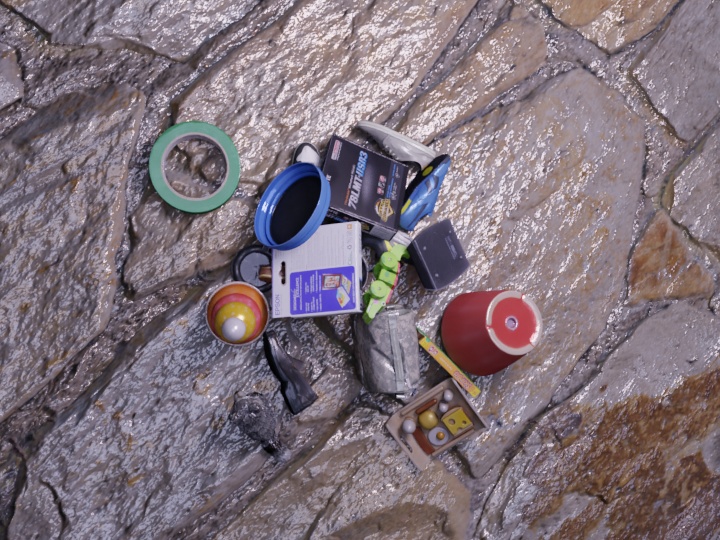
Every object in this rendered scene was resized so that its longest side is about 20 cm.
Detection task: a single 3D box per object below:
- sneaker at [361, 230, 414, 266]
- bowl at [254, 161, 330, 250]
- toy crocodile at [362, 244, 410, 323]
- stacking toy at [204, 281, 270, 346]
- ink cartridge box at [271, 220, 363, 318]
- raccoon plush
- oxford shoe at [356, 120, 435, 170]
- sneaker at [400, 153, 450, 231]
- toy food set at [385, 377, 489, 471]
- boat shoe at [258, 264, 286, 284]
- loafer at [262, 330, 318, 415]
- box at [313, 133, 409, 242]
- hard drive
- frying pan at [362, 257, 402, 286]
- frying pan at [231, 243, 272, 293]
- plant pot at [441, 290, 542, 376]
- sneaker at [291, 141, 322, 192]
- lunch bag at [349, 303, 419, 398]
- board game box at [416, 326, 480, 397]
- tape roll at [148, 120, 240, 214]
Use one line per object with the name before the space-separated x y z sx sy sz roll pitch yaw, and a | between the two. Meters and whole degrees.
sneaker | 0.079 -0.050 1.785 0.199 0.075 0.085 37 102 -7
bowl | -0.143 -0.134 1.640 0.039 0.200 0.202 32 84 -41
toy crocodile | 0.052 0.027 1.662 0.061 0.068 0.201 25 57 -5
stacking toy | -0.270 0.107 1.642 0.145 0.200 0.147 0 97 -4
ink cartridge box | -0.094 0.001 1.658 0.198 0.043 0.200 -5 76 16
raccoon plush | -0.209 0.341 1.688 0.200 0.134 0.097 41 82 -7
oxford shoe | 0.078 -0.289 1.779 0.199 0.075 0.058 25 95 -11
sneaker | 0.154 -0.181 1.799 0.078 0.066 0.201 41 82 -22
toy food set | 0.176 0.355 1.765 0.199 0.060 0.144 -36 96 18
boat shoe | -0.135 -0.002 1.734 0.199 0.072 0.068 0 81 -24
loafer | -0.160 0.221 1.737 0.072 0.073 0.201 -25 103 -18
box | 0.001 -0.186 1.724 0.197 0.050 0.201 22 56 -14
hard drive | 0.176 -0.034 1.749 0.042 0.200 0.136 -22 95 33
frying pan | -0.009 -0.015 1.723 0.189 0.031 0.116 -31 94 -22
frying pan | -0.209 -0.029 1.749 0.190 0.031 0.115 -45 99 -5
plant pot | 0.304 0.131 1.738 0.199 0.177 0.202 4 77 -18
sneaker | -0.117 -0.194 1.734 0.075 0.088 0.202 0 88 -8
lunch bag | 0.063 0.176 1.721 0.138 0.168 0.202 -7 91 -10
board game box | 0.193 0.207 1.780 0.030 0.096 0.200 -42 97 1
tape roll | -0.366 -0.227 1.710 0.199 0.048 0.202 0 90 -10
